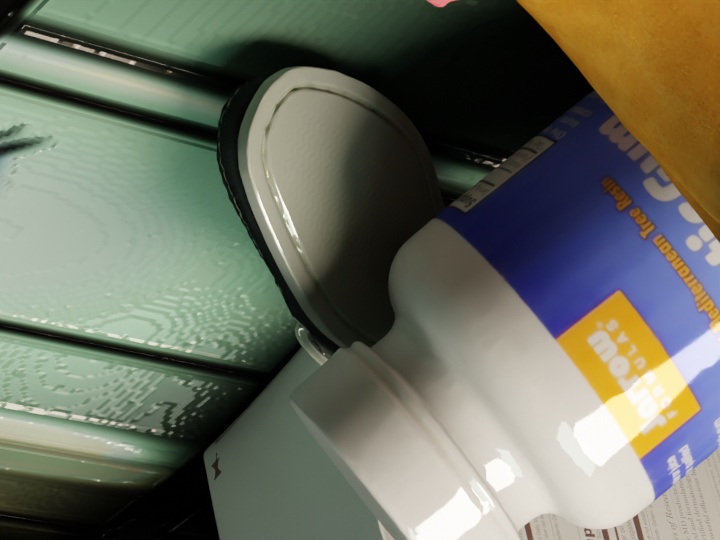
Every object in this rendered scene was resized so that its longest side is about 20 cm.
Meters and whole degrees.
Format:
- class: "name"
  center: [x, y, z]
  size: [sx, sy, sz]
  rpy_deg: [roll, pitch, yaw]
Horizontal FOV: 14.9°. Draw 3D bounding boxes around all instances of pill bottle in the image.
- class: "pill bottle"
  center: [0.080, 0.009, 0.853]
  size: [0.200, 0.112, 0.112]
  rpy_deg: [-39, 150, -6]

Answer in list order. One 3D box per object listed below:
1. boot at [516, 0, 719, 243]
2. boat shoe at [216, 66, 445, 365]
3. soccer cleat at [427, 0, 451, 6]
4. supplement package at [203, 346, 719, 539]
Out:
- class: "boot"
  center: [0.102, -0.034, 0.703]
  size: [0.201, 0.144, 0.071]
  rpy_deg: [29, 127, -36]
- class: "boat shoe"
  center: [0.000, 0.000, 0.915]
  size: [0.060, 0.076, 0.200]
  rpy_deg: [14, 153, 40]
- class: "soccer cleat"
  center: [0.107, -0.111, 0.781]
  size: [0.199, 0.067, 0.076]
  rpy_deg: [-7, 160, -9]
- class: "supplement package"
  center: [0.057, 0.097, 1.062]
  size: [0.200, 0.110, 0.114]
  rpy_deg: [6, 145, -31]
